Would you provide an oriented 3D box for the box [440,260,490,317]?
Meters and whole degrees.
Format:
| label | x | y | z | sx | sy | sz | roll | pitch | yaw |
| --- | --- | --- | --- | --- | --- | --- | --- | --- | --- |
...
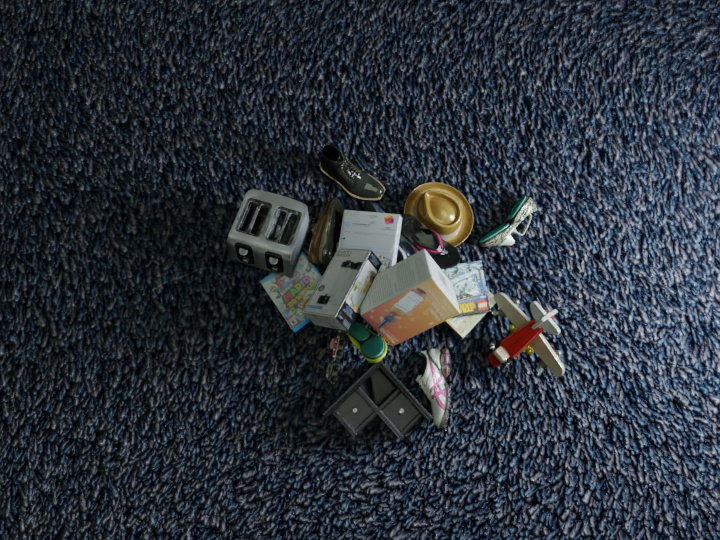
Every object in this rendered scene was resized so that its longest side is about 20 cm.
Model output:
| label | x | y | z | sx | sy | sz | roll | pitch | yaw |
| --- | --- | --- | --- | --- | --- | --- | --- | --- | --- |
| box | 0.231 | 0.057 | 1.538 | 0.198 | 0.040 | 0.138 | -9 | 81 | -1 |

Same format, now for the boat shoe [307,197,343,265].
| label | x | y | z | sx | sy | sz | roll | pitch | yaw |
| --- | --- | --- | --- | --- | --- | --- | --- | --- | --- |
| boat shoe | -0.099 | -0.107 | 1.570 | 0.073 | 0.076 | 0.201 | -2 | 59 | 27 |

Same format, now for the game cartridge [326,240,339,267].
| label | x | y | z | sx | sy | sz | roll | pitch | yaw |
| --- | --- | --- | --- | --- | --- | --- | --- | --- | --- |
| game cartridge | 0.000 | 0.000 | 1.580 | 0.200 | 0.040 | 0.133 | 42 | 85 | 6 |

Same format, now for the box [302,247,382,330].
| label | x | y | z | sx | sy | sz | roll | pitch | yaw |
| --- | --- | --- | --- | --- | --- | --- | --- | --- | --- |
| box | -0.043 | 0.041 | 1.422 | 0.116 | 0.060 | 0.201 | 5 | 57 | 42 |

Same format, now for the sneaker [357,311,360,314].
| label | x | y | z | sx | sy | sz | roll | pitch | yaw |
| --- | --- | --- | --- | --- | --- | --- | --- | --- | --- |
| sneaker | -0.059 | 0.070 | 1.529 | 0.198 | 0.075 | 0.085 | -8 | 51 | 5 |

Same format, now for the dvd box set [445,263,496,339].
| label | x | y | z | sx | sy | sz | roll | pitch | yaw |
| --- | --- | --- | --- | --- | --- | --- | --- | --- | --- |
| dvd box set | 0.250 | 0.064 | 1.574 | 0.200 | 0.029 | 0.146 | 43 | 82 | 5 |

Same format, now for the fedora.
| label | x | y | z | sx | sy | sz | roll | pitch | yaw |
| --- | --- | --- | --- | --- | --- | --- | --- | --- | --- |
| fedora | 0.215 | -0.159 | 1.582 | 0.199 | 0.082 | 0.202 | 0 | 75 | 0 |

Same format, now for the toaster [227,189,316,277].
| label | x | y | z | sx | sy | sz | roll | pitch | yaw |
| --- | --- | --- | --- | --- | --- | --- | --- | --- | --- |
| toaster | -0.233 | -0.104 | 1.537 | 0.180 | 0.119 | 0.201 | 17 | 67 | 3 |

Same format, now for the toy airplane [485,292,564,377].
| label | x | y | z | sx | sy | sz | roll | pitch | yaw |
| --- | --- | --- | --- | --- | --- | --- | --- | --- | --- |
| toy airplane | 0.432 | 0.163 | 1.506 | 0.198 | 0.141 | 0.202 | 5 | 94 | 31 |

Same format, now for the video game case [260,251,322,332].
| label | x | y | z | sx | sy | sz | roll | pitch | yaw |
| --- | --- | --- | --- | --- | --- | --- | --- | --- | --- |
| video game case | -0.162 | 0.051 | 1.525 | 0.143 | 0.018 | 0.200 | -36 | 52 | -6 |

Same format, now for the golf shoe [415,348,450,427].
| label | x | y | z | sx | sy | sz | roll | pitch | yaw |
| --- | --- | --- | --- | --- | --- | --- | --- | --- | --- |
| golf shoe | 0.189 | 0.303 | 1.513 | 0.091 | 0.073 | 0.201 | -1 | 70 | 5 |

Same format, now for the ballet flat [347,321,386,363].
| label | x | y | z | sx | sy | sz | roll | pitch | yaw |
| --- | --- | --- | --- | --- | --- | --- | --- | --- | --- |
| ballet flat | 0.025 | 0.191 | 1.464 | 0.067 | 0.200 | 0.067 | -32 | 116 | -10 |

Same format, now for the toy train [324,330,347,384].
| label | x | y | z | sx | sy | sz | roll | pitch | yaw |
| --- | --- | --- | --- | --- | --- | --- | --- | --- | --- |
| toy train | -0.061 | 0.199 | 1.544 | 0.045 | 0.034 | 0.201 | 10 | 79 | 11 |

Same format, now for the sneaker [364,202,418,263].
| label | x | y | z | sx | sy | sz | roll | pitch | yaw |
| --- | --- | --- | --- | --- | --- | --- | --- | --- | --- |
| sneaker | 0.085 | -0.105 | 1.595 | 0.082 | 0.070 | 0.201 | -20 | 73 | -35 |

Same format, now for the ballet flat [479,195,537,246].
| label | x | y | z | sx | sy | sz | roll | pitch | yaw |
| --- | --- | --- | --- | --- | --- | --- | --- | --- | --- |
| ballet flat | 0.415 | -0.117 | 1.598 | 0.200 | 0.068 | 0.075 | -45 | 99 | -10 |

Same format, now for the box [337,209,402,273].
| label | x | y | z | sx | sy | sz | roll | pitch | yaw |
| --- | --- | --- | --- | --- | --- | --- | --- | --- | --- |
| box | 0.019 | -0.053 | 1.531 | 0.155 | 0.041 | 0.202 | 6 | 83 | 15 |

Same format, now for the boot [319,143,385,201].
| label | x | y | z | sx | sy | sz | roll | pitch | yaw |
| --- | --- | --- | --- | --- | --- | --- | --- | --- | --- |
| boot | -0.025 | -0.261 | 1.573 | 0.199 | 0.138 | 0.078 | 25 | 80 | 3 |

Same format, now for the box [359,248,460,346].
| label | x | y | z | sx | sy | sz | roll | pitch | yaw |
| --- | --- | --- | --- | --- | --- | --- | --- | --- | --- |
| box | 0.116 | 0.070 | 1.429 | 0.199 | 0.152 | 0.107 | -29 | 39 | 19 |

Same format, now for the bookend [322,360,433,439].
| label | x | y | z | sx | sy | sz | roll | pitch | yaw |
| --- | --- | --- | --- | --- | --- | --- | --- | --- | --- |
| bookend | 0.041 | 0.365 | 1.485 | 0.200 | 0.092 | 0.199 | -41 | 83 | -7 |

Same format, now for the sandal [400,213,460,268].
| label | x | y | z | sx | sy | sz | roll | pitch | yaw |
| --- | --- | --- | --- | --- | --- | --- | --- | --- | --- |
| sandal | 0.174 | -0.077 | 1.528 | 0.200 | 0.045 | 0.075 | 40 | 79 | 11 |
